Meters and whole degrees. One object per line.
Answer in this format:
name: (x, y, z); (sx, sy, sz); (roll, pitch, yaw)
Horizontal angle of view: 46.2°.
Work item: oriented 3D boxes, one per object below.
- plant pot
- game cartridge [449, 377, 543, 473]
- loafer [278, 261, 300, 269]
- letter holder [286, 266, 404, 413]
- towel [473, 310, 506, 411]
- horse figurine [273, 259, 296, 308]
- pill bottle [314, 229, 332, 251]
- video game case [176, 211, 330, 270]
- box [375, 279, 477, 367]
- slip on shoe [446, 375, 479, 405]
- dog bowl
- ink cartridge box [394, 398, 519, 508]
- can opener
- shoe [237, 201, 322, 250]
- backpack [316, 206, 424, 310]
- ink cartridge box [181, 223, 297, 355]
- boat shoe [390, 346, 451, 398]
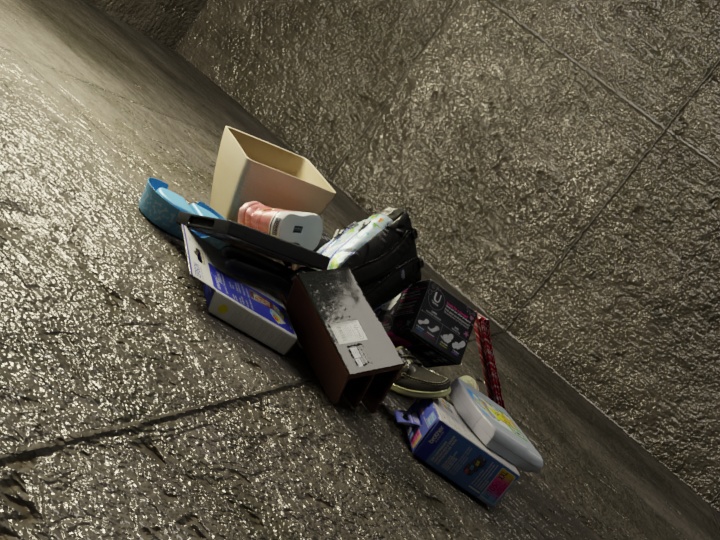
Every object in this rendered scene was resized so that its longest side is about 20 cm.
plant pot: (-0.196, -0.145, 1.689); (0.198, 0.179, 0.200); (18, 19, -30)
game cartridge: (0.219, 0.255, 1.422); (0.132, 0.041, 0.200); (31, 9, -21)
loafer: (-0.120, 0.017, 1.596); (0.199, 0.071, 0.073); (38, 9, -2)
letter holder: (-0.039, 0.120, 1.325); (0.099, 0.143, 0.201); (-7, 51, -31)
towel: (0.247, 0.181, 1.616); (0.145, 0.022, 0.203); (-52, 130, -88)
horse figurine: (-0.091, 0.035, 1.539); (0.198, 0.050, 0.134); (5, 68, -38)
pill bottle: (-0.087, -0.013, 1.730); (0.116, 0.117, 0.200); (29, 13, -44)
video game case: (-0.176, -0.048, 1.379); (0.198, 0.026, 0.180); (20, -5, -37)
box: (0.104, 0.107, 1.610); (0.131, 0.116, 0.199); (33, -24, -24)
slip on shoe: (0.225, 0.278, 1.715); (0.062, 0.074, 0.200); (59, 0, -24)
dog bowl: (-0.303, -0.091, 1.481); (0.199, 0.050, 0.112); (28, 14, -46)
ink cartridge box: (0.147, 0.275, 1.367); (0.199, 0.077, 0.137); (38, 7, -11)
can opener: (-0.143, 0.003, 1.363); (0.198, 0.079, 0.064); (23, 24, -35)
shoe: (-0.141, -0.082, 1.510); (0.090, 0.072, 0.200); (19, 4, 19)
backpack: (0.000, 0.000, 1.485); (0.152, 0.200, 0.165); (11, -46, 34)
ink cartridge box: (-0.202, 0.029, 1.321); (0.199, 0.047, 0.198); (32, 12, -26)
boat shoe: (0.059, 0.159, 1.403); (0.199, 0.067, 0.071); (13, 15, 32)
